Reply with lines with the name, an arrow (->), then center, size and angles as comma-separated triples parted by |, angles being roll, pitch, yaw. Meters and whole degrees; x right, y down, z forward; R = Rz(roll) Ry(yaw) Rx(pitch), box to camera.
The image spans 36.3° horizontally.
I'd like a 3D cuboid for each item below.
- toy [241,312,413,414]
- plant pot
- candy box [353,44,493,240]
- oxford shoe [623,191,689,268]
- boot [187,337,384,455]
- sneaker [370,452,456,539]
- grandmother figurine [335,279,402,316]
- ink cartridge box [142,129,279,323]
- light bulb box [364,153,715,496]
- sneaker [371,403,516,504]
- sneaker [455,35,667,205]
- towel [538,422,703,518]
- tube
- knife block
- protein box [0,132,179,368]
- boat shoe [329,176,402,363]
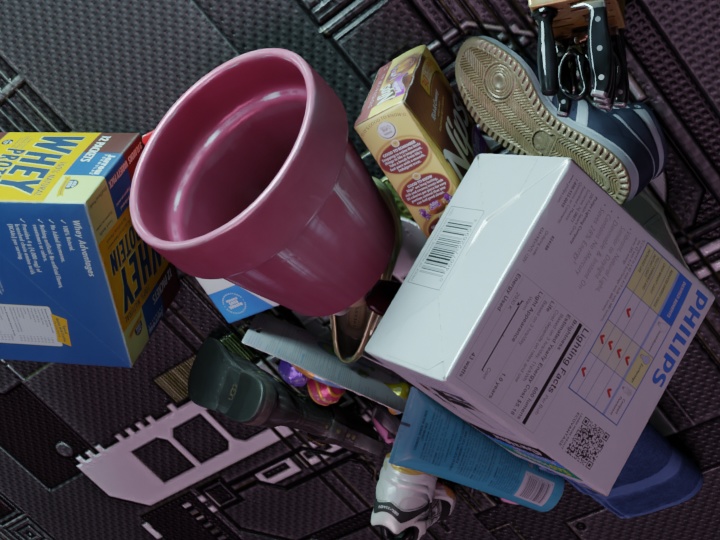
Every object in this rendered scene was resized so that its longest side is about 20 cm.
toy -> -0.030, 0.113, 1.145 | 0.199, 0.115, 0.048 | 21, 102, -2
plant pot -> -0.068, -0.058, 0.948 | 0.199, 0.201, 0.179 | -21, 137, 28
candy box -> 0.078, -0.085, 0.975 | 0.056, 0.117, 0.200 | -24, 116, 28
oxford shoe -> 0.258, -0.011, 1.017 | 0.075, 0.058, 0.200 | -26, 113, 33
boot -> -0.085, 0.148, 1.204 | 0.173, 0.200, 0.070 | 24, 92, -36
sneaker -> 0.050, 0.262, 1.207 | 0.075, 0.088, 0.200 | 16, 164, 22
grandmother figurine -> 0.052, 0.031, 1.029 | 0.198, 0.121, 0.061 | 15, 85, 12
ink cartridge box -> -0.131, -0.057, 1.085 | 0.116, 0.067, 0.201 | -21, 116, 27
light bulb box -> 0.148, 0.042, 0.896 | 0.200, 0.199, 0.125 | 37, 169, -28
sneaker -> 0.111, 0.174, 1.194 | 0.199, 0.079, 0.096 | 22, 106, -2
sneaker -> 0.177, -0.135, 0.951 | 0.200, 0.108, 0.070 | 46, 133, 19
towel -> 0.271, 0.201, 1.129 | 0.111, 0.049, 0.200 | -25, 138, 28
tube -> 0.119, 0.189, 1.108 | 0.199, 0.078, 0.050 | 27, 157, -26
knife block -> 0.158, -0.222, 0.816 | 0.063, 0.176, 0.201 | -7, 123, 19
protein box -> -0.317, -0.023, 1.119 | 0.198, 0.135, 0.200 | 2, 125, 14
boat shoe -> -0.003, 0.000, 1.092 | 0.073, 0.063, 0.202 | 12, 127, 6
